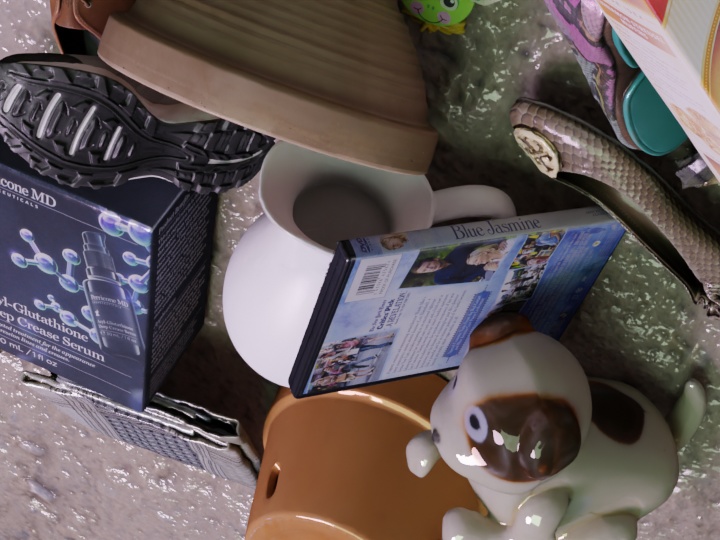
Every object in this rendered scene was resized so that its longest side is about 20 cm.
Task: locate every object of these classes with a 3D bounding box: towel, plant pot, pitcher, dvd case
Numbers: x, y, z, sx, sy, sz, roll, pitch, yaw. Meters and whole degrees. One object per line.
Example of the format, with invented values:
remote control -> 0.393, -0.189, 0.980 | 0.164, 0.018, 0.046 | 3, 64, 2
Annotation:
towel -> -0.175, 0.129, 1.095 | 0.191, 0.035, 0.200 | 21, 161, 10
plant pot -> 0.000, 0.182, 1.023 | 0.198, 0.141, 0.201 | 15, 136, 15
pitcher -> 0.000, 0.000, 0.869 | 0.170, 0.122, 0.200 | 4, 151, -13
dvd case -> 0.060, 0.020, 0.829 | 0.198, 0.018, 0.143 | -9, 145, -25
plant pot -> -0.040, -0.131, 0.750 | 0.199, 0.201, 0.093 | 23, 100, 8

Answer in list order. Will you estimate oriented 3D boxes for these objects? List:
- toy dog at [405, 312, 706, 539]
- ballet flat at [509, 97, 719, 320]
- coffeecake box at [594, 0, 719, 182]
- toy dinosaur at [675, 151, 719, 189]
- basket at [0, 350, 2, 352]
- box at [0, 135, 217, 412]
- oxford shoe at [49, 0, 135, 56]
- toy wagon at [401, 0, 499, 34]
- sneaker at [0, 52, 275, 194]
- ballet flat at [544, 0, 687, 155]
toy dog -> 0.124, 0.116, 0.859 | 0.193, 0.141, 0.200 | -25, 142, 21
ballet flat -> 0.164, -0.032, 0.783 | 0.199, 0.047, 0.067 | 36, 180, -11
coffeecake box -> 0.195, -0.128, 0.575 | 0.153, 0.073, 0.200 | -44, 127, 4
toy dinosaur -> 0.222, -0.097, 0.690 | 0.087, 0.048, 0.201 | 0, 145, 0
basket -> -0.428, 0.058, 1.136 | 0.198, 0.150, 0.144 | 16, 136, 13
box -> -0.194, -0.019, 0.963 | 0.147, 0.107, 0.201 | 22, 136, 10
oxford shoe -> -0.165, -0.189, 0.815 | 0.071, 0.071, 0.201 | 13, 133, 20
toy wagon -> 0.057, -0.200, 0.703 | 0.154, 0.040, 0.201 | 24, 137, 8
sneaker -> -0.147, -0.098, 0.818 | 0.074, 0.199, 0.079 | -55, 53, 23
ballet flat -> 0.133, -0.124, 0.684 | 0.071, 0.069, 0.200 | 43, -177, 25
